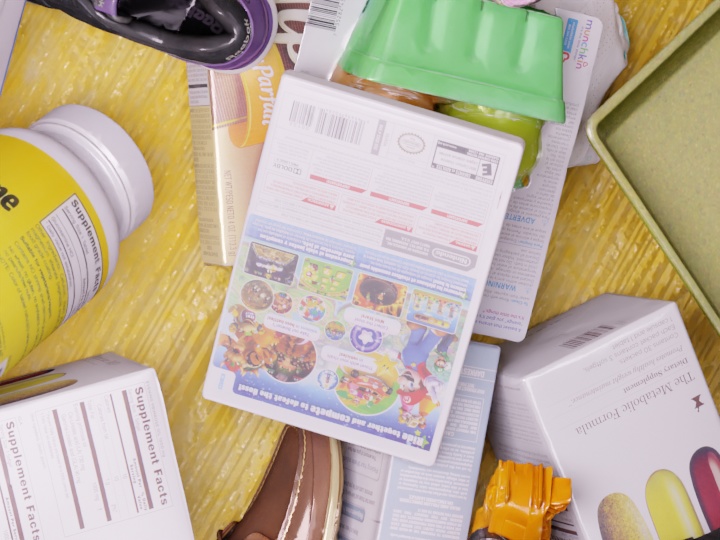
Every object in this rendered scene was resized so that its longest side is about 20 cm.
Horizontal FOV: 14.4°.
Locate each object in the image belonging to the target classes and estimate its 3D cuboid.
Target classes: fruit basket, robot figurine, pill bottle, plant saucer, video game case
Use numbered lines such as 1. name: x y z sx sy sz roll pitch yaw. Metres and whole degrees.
1. fruit basket: 0.036 -0.071 1.670 0.184 0.094 0.201 10 105 -20
2. robot figurine: 0.086 0.210 1.685 0.058 0.201 0.146 7 52 1
3. pill bottle: -0.208 -0.009 1.596 0.200 0.112 0.113 -44 106 -40
4. plant saucer: 0.243 -0.069 1.785 0.200 0.048 0.200 -42 107 -24
5. video game case: 0.000 0.000 1.623 0.142 0.018 0.201 16 108 4

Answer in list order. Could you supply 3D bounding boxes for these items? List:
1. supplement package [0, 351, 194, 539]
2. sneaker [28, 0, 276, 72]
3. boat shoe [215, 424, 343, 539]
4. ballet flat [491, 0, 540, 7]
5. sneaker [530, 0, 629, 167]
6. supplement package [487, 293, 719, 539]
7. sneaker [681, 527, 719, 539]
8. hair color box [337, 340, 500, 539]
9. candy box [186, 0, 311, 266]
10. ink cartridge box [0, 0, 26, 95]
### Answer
1. supplement package: -0.211 0.127 1.630 0.199 0.114 0.110 -15 98 -18
2. sneaker: -0.146 -0.173 1.612 0.199 0.088 0.076 21 99 7
3. boat shoe: -0.062 0.183 1.703 0.067 0.072 0.201 17 90 -20
4. ballet flat: 0.038 -0.205 1.649 0.199 0.071 0.069 28 99 21
5. sneaker: 0.134 -0.162 1.759 0.088 0.075 0.201 9 94 -32
6. supplement package: 0.162 0.129 1.745 0.113 0.109 0.201 -26 100 -15
7. sneaker: 0.222 0.198 1.666 0.199 0.076 0.088 -22 106 -16
8. hair color box: 0.024 0.136 1.714 0.060 0.099 0.201 11 90 -19
9. candy box: -0.042 -0.107 1.702 0.115 0.055 0.201 -5 93 -19
10. ink cartridge box: -0.289 -0.164 1.576 0.199 0.076 0.137 17 94 10
